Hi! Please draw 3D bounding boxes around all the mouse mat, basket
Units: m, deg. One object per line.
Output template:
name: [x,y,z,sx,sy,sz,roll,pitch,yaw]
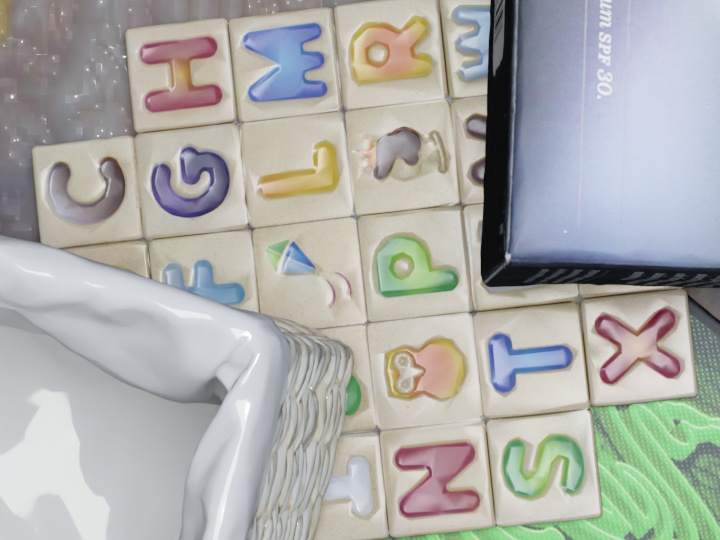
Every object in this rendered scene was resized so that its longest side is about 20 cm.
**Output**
mouse mat: [0.026,0.048,0.858,0.200,0.008,0.161,40,91,5]
basket: [-0.122,0.082,0.783,0.198,0.161,0.201,15,93,10]

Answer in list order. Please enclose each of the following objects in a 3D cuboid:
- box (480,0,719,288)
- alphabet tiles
box: [0.138,-0.094,0.789,0.198,0.123,0.201,1,87,-1]
alphabet tiles: [0.000,0.000,0.856,0.199,0.006,0.167,-6,87,6]
